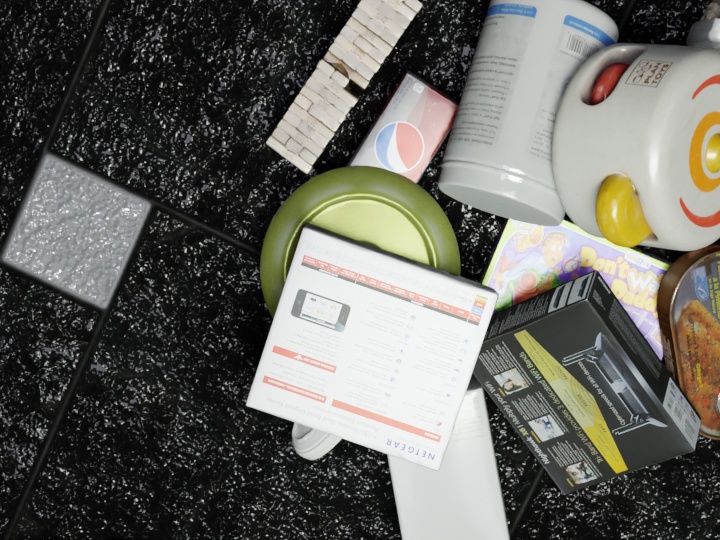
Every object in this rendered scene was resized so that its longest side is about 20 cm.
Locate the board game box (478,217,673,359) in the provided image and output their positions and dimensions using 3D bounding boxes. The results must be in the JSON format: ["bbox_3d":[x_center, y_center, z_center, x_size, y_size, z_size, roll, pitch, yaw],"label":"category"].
[{"bbox_3d":[0.221,0.026,1.661,0.198,0.045,0.136,22,99,-1],"label":"board game box"}]

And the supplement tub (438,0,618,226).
[{"bbox_3d":[0.161,-0.157,1.574,0.131,0.132,0.202,18,85,0],"label":"supplement tub"}]

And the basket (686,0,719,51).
[{"bbox_3d":[0.433,-0.227,1.572,0.199,0.136,0.124,29,95,-2],"label":"basket"}]

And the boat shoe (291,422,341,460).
[{"bbox_3d":[-0.022,0.094,1.657,0.068,0.072,0.201,28,100,-34],"label":"boat shoe"}]

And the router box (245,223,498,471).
[{"bbox_3d":[0.010,0.072,1.571,0.198,0.049,0.181,19,95,-2],"label":"router box"}]

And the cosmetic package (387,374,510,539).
[{"bbox_3d":[0.088,0.216,1.678,0.111,0.081,0.202,-8,99,4],"label":"cosmetic package"}]

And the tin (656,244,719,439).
[{"bbox_3d":[0.355,0.070,1.638,0.111,0.042,0.202,-16,111,-11],"label":"tin"}]

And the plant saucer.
[{"bbox_3d":[0.000,0.000,1.604,0.197,0.031,0.203,0,96,-1],"label":"plant saucer"}]

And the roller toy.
[{"bbox_3d":[0.275,-0.114,1.508,0.139,0.199,0.185,11,98,43],"label":"roller toy"}]

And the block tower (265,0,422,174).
[{"bbox_3d":[-0.016,-0.195,1.635,0.054,0.058,0.201,35,97,-3],"label":"block tower"}]

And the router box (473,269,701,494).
[{"bbox_3d":[0.216,0.114,1.616,0.156,0.052,0.201,-24,113,34],"label":"router box"}]

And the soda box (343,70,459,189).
[{"bbox_3d":[0.021,-0.096,1.643,0.070,0.063,0.201,32,99,-4],"label":"soda box"}]
